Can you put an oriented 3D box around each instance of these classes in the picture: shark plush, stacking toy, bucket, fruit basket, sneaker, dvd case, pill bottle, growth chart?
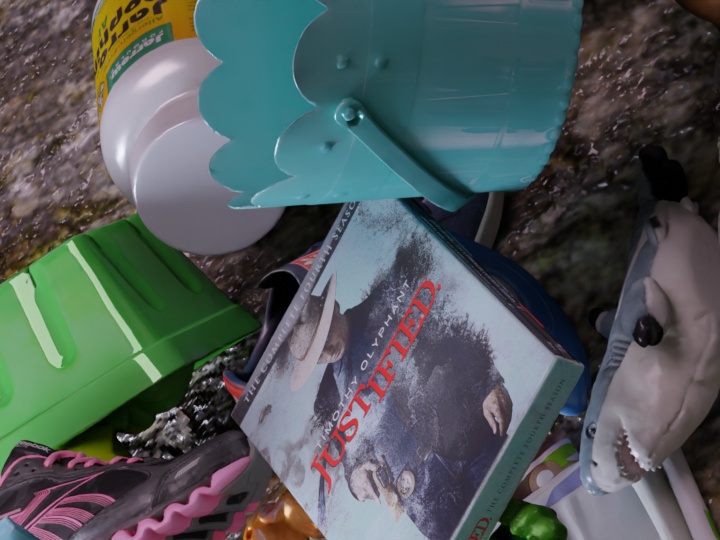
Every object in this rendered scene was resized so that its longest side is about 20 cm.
[{"bbox_3d":[0.130,0.009,1.342,0.083,0.091,0.201,-41,41,36],"label":"shark plush"},{"bbox_3d":[0.009,0.080,1.397,0.200,0.110,0.116,-49,40,21],"label":"stacking toy"},{"bbox_3d":[0.010,-0.123,1.282,0.207,0.134,0.208,-178,90,-75],"label":"bucket"},{"bbox_3d":[-0.147,0.099,1.513,0.215,0.155,0.217,4,101,19],"label":"fruit basket"},{"bbox_3d":[-0.139,0.118,1.406,0.200,0.079,0.096,-29,69,13],"label":"sneaker"},{"bbox_3d":[0.016,0.056,1.294,0.146,0.022,0.200,-61,33,14],"label":"dvd case"},{"bbox_3d":[-0.089,-0.092,1.552,0.113,0.113,0.200,-39,28,15],"label":"pill bottle"},{"bbox_3d":[0.000,0.000,1.460,0.075,0.084,0.200,18,75,47],"label":"sneaker"},{"bbox_3d":[0.082,0.146,1.333,0.200,0.018,0.145,-33,44,21],"label":"growth chart"}]

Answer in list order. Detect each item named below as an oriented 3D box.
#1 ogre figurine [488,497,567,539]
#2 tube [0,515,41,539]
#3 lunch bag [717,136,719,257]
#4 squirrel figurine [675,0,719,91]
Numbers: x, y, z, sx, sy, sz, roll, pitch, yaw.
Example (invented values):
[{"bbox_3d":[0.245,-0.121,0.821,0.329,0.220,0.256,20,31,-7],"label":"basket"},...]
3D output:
[{"bbox_3d":[0.076,0.211,1.225,0.120,0.098,0.200,-34,88,26],"label":"ogre figurine"},{"bbox_3d":[-0.129,0.177,1.363,0.077,0.200,0.050,-43,45,13],"label":"tube"},{"bbox_3d":[0.256,-0.028,1.217,0.200,0.139,0.168,-5,75,41],"label":"lunch bag"},{"bbox_3d":[0.165,-0.176,1.359,0.142,0.187,0.200,-47,38,0],"label":"squirrel figurine"}]
